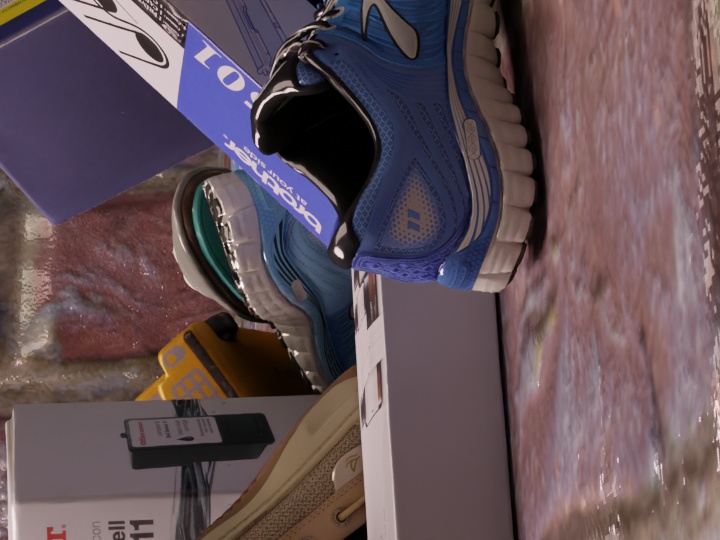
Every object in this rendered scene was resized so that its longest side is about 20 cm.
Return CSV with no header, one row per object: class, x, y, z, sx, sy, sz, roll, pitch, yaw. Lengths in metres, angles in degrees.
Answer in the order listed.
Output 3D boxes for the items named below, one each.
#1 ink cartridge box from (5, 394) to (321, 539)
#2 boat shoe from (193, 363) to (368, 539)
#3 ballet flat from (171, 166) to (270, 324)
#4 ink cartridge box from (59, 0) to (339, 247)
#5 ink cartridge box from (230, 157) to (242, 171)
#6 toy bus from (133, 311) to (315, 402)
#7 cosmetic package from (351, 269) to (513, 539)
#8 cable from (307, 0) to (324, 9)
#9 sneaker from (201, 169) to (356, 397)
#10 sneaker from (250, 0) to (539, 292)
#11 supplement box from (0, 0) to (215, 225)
ink cartridge box,-0.063,0.139,1.211,0.083,0.200,0.147,-103,12,-61
boat shoe,-0.034,0.132,1.108,0.200,0.065,0.071,-52,-20,6
ballet flat,-0.054,-0.002,1.302,0.200,0.064,0.068,23,-113,-57
ink cartridge box,-0.067,-0.104,1.081,0.200,0.044,0.094,42,162,7
ink cartridge box,-0.024,-0.136,1.324,0.145,0.084,0.200,108,160,-73
toy bus,-0.057,0.073,1.345,0.065,0.078,0.200,54,-169,13
cosmetic package,0.027,0.065,1.046,0.083,0.051,0.200,103,164,-71
cable,-0.011,-0.152,1.144,0.200,0.051,0.163,83,-165,-60
sneaker,0.000,0.000,1.201,0.200,0.090,0.079,50,-161,-69
sneaker,0.003,-0.083,0.965,0.079,0.089,0.200,111,153,-51
supplement box,-0.139,-0.141,1.316,0.109,0.109,0.200,51,-159,-37
